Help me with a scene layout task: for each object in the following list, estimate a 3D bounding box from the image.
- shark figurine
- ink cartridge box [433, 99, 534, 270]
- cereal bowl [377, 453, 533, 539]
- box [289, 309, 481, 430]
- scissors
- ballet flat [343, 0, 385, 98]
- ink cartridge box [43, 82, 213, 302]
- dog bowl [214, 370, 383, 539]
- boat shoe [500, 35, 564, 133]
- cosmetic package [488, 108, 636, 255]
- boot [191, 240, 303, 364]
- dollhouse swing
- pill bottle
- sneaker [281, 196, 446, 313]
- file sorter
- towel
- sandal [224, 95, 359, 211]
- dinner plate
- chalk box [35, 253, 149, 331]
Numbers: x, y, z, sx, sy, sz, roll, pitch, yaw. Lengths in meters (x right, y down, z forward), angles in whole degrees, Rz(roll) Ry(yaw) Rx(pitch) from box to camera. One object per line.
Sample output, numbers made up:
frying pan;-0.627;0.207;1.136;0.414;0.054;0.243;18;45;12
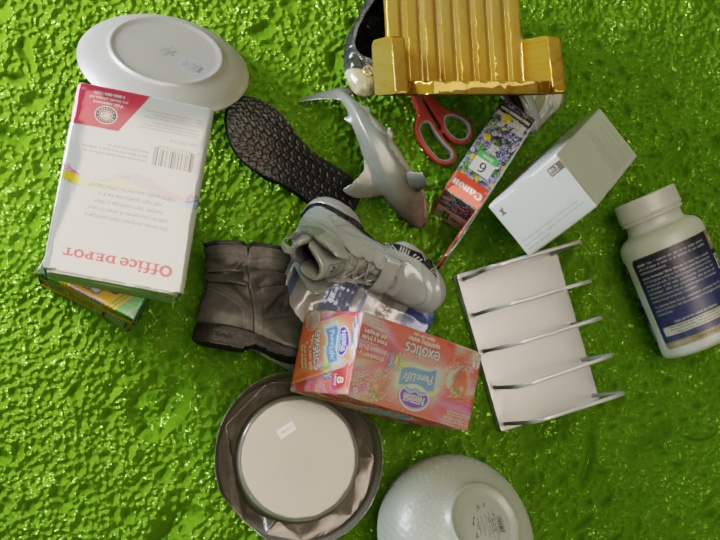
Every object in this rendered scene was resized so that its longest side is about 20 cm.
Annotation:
shark figurine;0.006;-0.134;1.493;0.089;0.128;0.215;-34;90;-5
ink cartridge box;0.131;-0.099;1.512;0.050;0.109;0.201;33;77;3
cereal bowl;0.122;0.302;1.444;0.198;0.083;0.202;15;56;-23
box;0.032;0.114;1.415;0.199;0.102;0.096;21;75;-42
scissors;0.067;-0.224;1.571;0.073;0.014;0.201;-39;94;-13
ballet flat;0.024;-0.303;1.536;0.066;0.057;0.202;19;69;-8
ink cartridge box;-0.243;-0.079;1.316;0.146;0.086;0.202;11;81;-12
dog bowl;-0.075;0.218;1.459;0.198;0.059;0.202;2;82;-14
boat shoe;0.171;-0.264;1.573;0.065;0.074;0.202;-46;101;-20
cosmetic package;0.245;-0.108;1.498;0.081;0.113;0.200;50;35;-3
boot;-0.092;0.036;1.451;0.198;0.070;0.133;14;77;-18
dollhouse swing;0.122;-0.291;1.453;0.198;0.182;0.178;-1;97;-10
pill bottle;0.394;-0.001;1.571;0.110;0.111;0.202;-22;89;-15
sneaker;0.000;0.000;1.451;0.199;0.075;0.115;35;33;5
file sorter;0.219;0.078;1.514;0.138;0.124;0.202;-15;87;-14
towel;-0.021;0.071;1.509;0.199;0.024;0.148;28;78;-9
sandal;-0.090;-0.129;1.511;0.200;0.048;0.076;40;74;-19
dinner plate;-0.224;-0.245;1.438;0.198;0.024;0.201;11;42;-10
chalk box;-0.263;-0.051;1.414;0.123;0.124;0.201;29;79;-8
